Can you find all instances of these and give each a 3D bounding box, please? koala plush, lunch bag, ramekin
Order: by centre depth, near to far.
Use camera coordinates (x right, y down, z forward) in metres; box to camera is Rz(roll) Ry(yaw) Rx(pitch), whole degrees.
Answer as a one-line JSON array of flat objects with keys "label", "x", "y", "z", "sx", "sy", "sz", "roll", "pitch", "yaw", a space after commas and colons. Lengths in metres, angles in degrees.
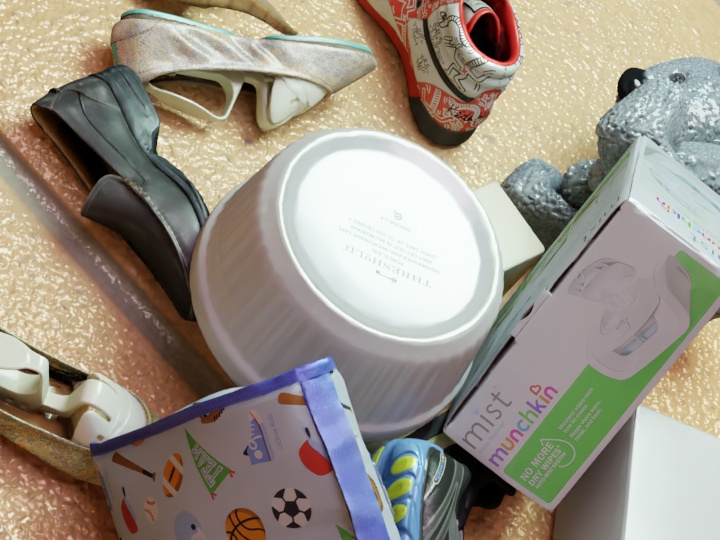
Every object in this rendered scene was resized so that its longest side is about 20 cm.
[{"label": "lunch bag", "x": -0.048, "y": 0.149, "z": 1.422, "sx": 0.123, "sy": 0.200, "sz": 0.171, "roll": -17, "pitch": 85, "yaw": -36}, {"label": "ramekin", "x": 0.000, "y": 0.000, "z": 1.543, "sx": 0.201, "sy": 0.094, "sz": 0.203, "roll": 15, "pitch": 53, "yaw": -21}, {"label": "koala plush", "x": 0.230, "y": -0.080, "z": 1.792, "sx": 0.184, "sy": 0.177, "sz": 0.200, "roll": 41, "pitch": 47, "yaw": -15}]

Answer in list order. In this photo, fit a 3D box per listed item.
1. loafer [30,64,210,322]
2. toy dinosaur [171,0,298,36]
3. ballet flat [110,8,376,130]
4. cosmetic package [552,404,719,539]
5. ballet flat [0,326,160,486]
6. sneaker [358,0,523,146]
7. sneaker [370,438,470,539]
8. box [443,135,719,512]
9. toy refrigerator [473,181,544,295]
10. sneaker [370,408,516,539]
[{"label": "loafer", "x": -0.153, "y": -0.044, "z": 1.608, "sx": 0.072, "sy": 0.073, "sz": 0.200, "roll": -16, "pitch": 59, "yaw": -27}, {"label": "toy dinosaur", "x": -0.109, "y": -0.205, "z": 1.735, "sx": 0.199, "sy": 0.061, "sz": 0.106, "roll": 20, "pitch": 44, "yaw": 18}, {"label": "ballet flat", "x": -0.083, "y": -0.135, "z": 1.716, "sx": 0.199, "sy": 0.068, "sz": 0.068, "roll": 6, "pitch": 76, "yaw": -20}, {"label": "cosmetic package", "x": 0.180, "y": 0.204, "z": 1.603, "sx": 0.085, "sy": 0.108, "sz": 0.201, "roll": 23, "pitch": 52, "yaw": -15}, {"label": "ballet flat", "x": -0.192, "y": 0.078, "z": 1.500, "sx": 0.199, "sy": 0.071, "sz": 0.071, "roll": 26, "pitch": 50, "yaw": -13}, {"label": "sneaker", "x": 0.058, "y": -0.203, "z": 1.803, "sx": 0.067, "sy": 0.108, "sz": 0.202, "roll": -6, "pitch": 63, "yaw": -33}, {"label": "sneaker", "x": 0.035, "y": 0.206, "z": 1.502, "sx": 0.082, "sy": 0.071, "sz": 0.201, "roll": 14, "pitch": 80, "yaw": -35}, {"label": "box", "x": 0.154, "y": 0.030, "z": 1.603, "sx": 0.097, "sy": 0.200, "sz": 0.177, "roll": 37, "pitch": 17, "yaw": -3}, {"label": "toy refrigerator", "x": 0.025, "y": 0.010, "z": 1.664, "sx": 0.200, "sy": 0.076, "sz": 0.070, "roll": -26, "pitch": 74, "yaw": -38}, {"label": "sneaker", "x": 0.034, "y": 0.156, "z": 1.574, "sx": 0.200, "sy": 0.072, "sz": 0.083, "roll": -29, "pitch": 78, "yaw": -40}]
